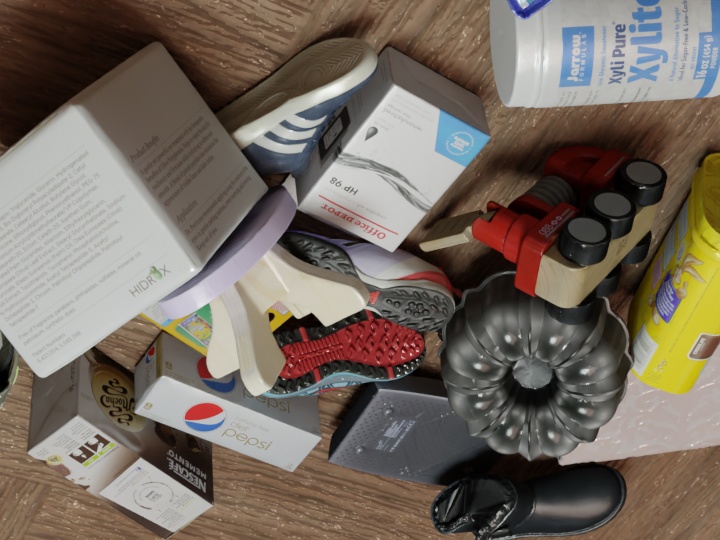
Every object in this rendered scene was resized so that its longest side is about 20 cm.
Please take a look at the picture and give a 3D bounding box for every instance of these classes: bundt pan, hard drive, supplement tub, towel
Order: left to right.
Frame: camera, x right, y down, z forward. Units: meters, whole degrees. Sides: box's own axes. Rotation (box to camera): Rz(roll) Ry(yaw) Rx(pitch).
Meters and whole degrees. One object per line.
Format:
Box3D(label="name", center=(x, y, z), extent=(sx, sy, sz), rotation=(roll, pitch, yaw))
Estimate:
Box3D(label="hard drive", center=(0.073, 0.177, 1.657), extent=(0.198, 0.043, 0.135), rotation=(14, 128, -28))
Box3D(label="bundt pan", center=(0.170, 0.103, 1.485), extent=(0.199, 0.076, 0.204), rotation=(5, 115, 10))
Box3D(label="supplement tub", center=(0.219, -0.211, 1.300), extent=(0.197, 0.133, 0.133), rotation=(-5, 131, -5))
Box3D(label="towel", center=(0.319, 0.138, 1.679), extent=(0.197, 0.032, 0.193), rotation=(-6, 131, -2))

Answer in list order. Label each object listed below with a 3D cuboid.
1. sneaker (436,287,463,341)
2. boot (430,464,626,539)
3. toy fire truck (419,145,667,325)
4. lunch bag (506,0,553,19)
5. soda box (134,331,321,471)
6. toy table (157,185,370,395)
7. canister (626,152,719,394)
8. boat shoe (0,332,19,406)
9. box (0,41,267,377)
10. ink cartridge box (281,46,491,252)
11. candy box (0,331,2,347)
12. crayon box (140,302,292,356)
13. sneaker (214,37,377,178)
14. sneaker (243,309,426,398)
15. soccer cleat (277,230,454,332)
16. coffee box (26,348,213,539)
Box3D(label="sneaker", center=(0.149, 0.076, 1.592), extent=(0.087, 0.074, 0.201), rotation=(-46, 119, -13))
Box3D(label="boot", center=(0.192, 0.263, 1.687), extent=(0.198, 0.077, 0.168), rotation=(-15, 164, 17))
Box3D(label="toy fire truck", center=(0.168, -0.049, 1.441), extent=(0.199, 0.176, 0.130), rotation=(28, 135, 23))
Box3D(label="lunch bag", center=(0.165, -0.322, 1.171), extent=(0.199, 0.171, 0.127), rotation=(-36, 126, 19))
Box3D(label="soda box", center=(-0.140, 0.141, 1.590), extent=(0.198, 0.069, 0.064), rotation=(24, 124, -26))
Box3D(label="toy table", center=(-0.095, 0.019, 1.354), extent=(0.183, 0.200, 0.118), rotation=(-22, 111, 39))
Box3D(label="canister", center=(0.338, 0.006, 1.493), extent=(0.086, 0.149, 0.201), rotation=(19, 129, -3))
Box3D(label="boat shoe", center=(-0.386, 0.101, 1.525), extent=(0.071, 0.061, 0.203), rotation=(11, 128, -17))
Box3D(label="box", center=(-0.223, -0.056, 1.286), extent=(0.199, 0.199, 0.172), rotation=(-32, 102, 24))
Box3D(label="ink cartridge box", center=(0.017, -0.097, 1.410), extent=(0.115, 0.067, 0.200), rotation=(24, 123, -26))
Box3D(label="candy box", center=(-0.445, 0.022, 1.408), extent=(0.197, 0.061, 0.138), rotation=(9, 129, 8))
Box3D(label="crayon box", center=(-0.165, 0.002, 1.479), extent=(0.125, 0.052, 0.199), rotation=(-39, 124, 23))
Box3D(label="sneaker", center=(-0.053, -0.137, 1.365), extent=(0.199, 0.076, 0.085), rotation=(-26, 128, 27))
Box3D(label="sneaker", center=(-0.030, 0.088, 1.572), extent=(0.198, 0.080, 0.095), rotation=(-7, 169, -19))
Box3D(label="soccer cleat", center=(0.000, 0.000, 1.492), extent=(0.198, 0.074, 0.069), rotation=(18, 123, -14))
Box3D(label="coffee box", center=(-0.250, 0.181, 1.579), extent=(0.079, 0.114, 0.200), rotation=(-35, 126, 21))
